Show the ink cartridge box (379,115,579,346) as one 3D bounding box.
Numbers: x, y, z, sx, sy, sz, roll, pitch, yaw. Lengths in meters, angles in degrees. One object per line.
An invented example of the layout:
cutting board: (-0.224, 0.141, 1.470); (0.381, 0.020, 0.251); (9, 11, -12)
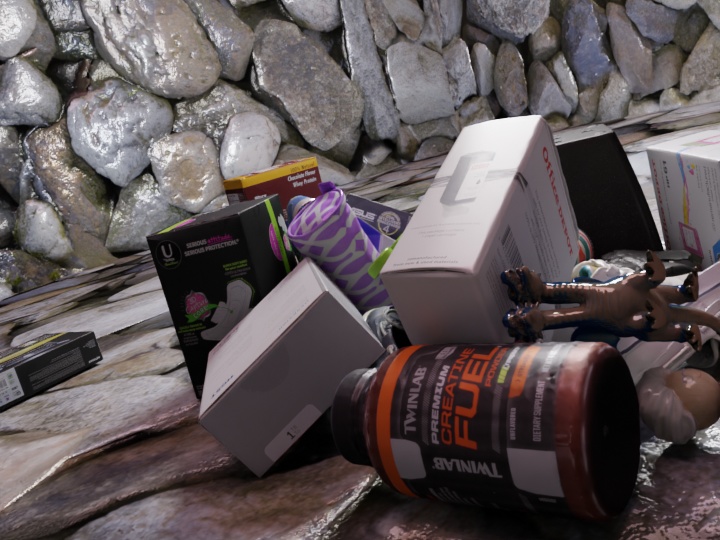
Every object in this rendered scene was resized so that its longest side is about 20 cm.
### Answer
ink cartridge box: (0.109, -0.010, 0.594); (0.084, 0.147, 0.201); (0, 40, 34)

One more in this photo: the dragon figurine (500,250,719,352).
dragon figurine: (0.184, 0.030, 0.516); (0.198, 0.060, 0.099); (13, -17, -38)

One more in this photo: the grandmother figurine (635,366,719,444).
grandmother figurine: (0.281, 0.079, 0.467); (0.197, 0.062, 0.121); (-8, 4, 19)

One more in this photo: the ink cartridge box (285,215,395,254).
ink cartridge box: (0.003, -0.014, 0.994); (0.199, 0.044, 0.197); (29, -15, -34)

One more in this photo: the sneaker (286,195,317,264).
sneaker: (-0.037, -0.010, 0.913); (0.075, 0.202, 0.077); (-27, 31, -14)

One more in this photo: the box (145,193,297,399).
box: (-0.148, 0.026, 0.880); (0.123, 0.203, 0.149); (-11, 12, 14)

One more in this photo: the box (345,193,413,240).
box: (0.069, -0.045, 1.012); (0.197, 0.050, 0.161); (18, -1, 2)

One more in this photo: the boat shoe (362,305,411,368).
boat shoe: (0.035, 0.078, 0.694); (0.061, 0.075, 0.200); (-33, 9, 14)

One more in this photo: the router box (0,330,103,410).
router box: (-0.527, 0.155, 1.119); (0.156, 0.053, 0.199); (-6, 15, 40)

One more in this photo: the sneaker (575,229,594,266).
sneaker: (0.161, 0.007, 0.825); (0.198, 0.071, 0.093); (-22, -2, 33)

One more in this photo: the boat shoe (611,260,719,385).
boat shoe: (0.271, 0.049, 0.598); (0.198, 0.066, 0.074); (-27, -19, -19)

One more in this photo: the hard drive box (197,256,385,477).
hard drive box: (-0.072, 0.079, 0.698); (0.156, 0.077, 0.200); (-45, 13, 1)

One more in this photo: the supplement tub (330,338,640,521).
supplement tub: (0.075, 0.103, 0.489); (0.198, 0.108, 0.107); (-6, 14, 37)

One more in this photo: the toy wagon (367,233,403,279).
toy wagon: (0.091, 0.023, 0.739); (0.040, 0.155, 0.200); (-49, -2, 23)

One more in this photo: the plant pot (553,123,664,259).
plant pot: (0.266, -0.082, 0.931); (0.197, 0.180, 0.200); (-11, 11, 16)

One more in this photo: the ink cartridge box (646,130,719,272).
ink cartridge box: (0.393, -0.068, 0.782); (0.083, 0.147, 0.200); (-14, 12, 6)

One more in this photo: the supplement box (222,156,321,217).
supplement box: (-0.190, -0.141, 1.705); (0.195, 0.203, 0.132); (-20, 13, -25)

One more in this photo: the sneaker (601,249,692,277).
sneaker: (0.272, 0.016, 0.770); (0.197, 0.061, 0.104); (-10, 12, -2)

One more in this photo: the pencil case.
pencil case: (0.000, 0.000, 0.837); (0.083, 0.201, 0.086); (-3, 44, 44)

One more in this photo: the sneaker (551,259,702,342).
sneaker: (0.246, 0.029, 0.680); (0.197, 0.082, 0.077); (-14, 10, -4)
